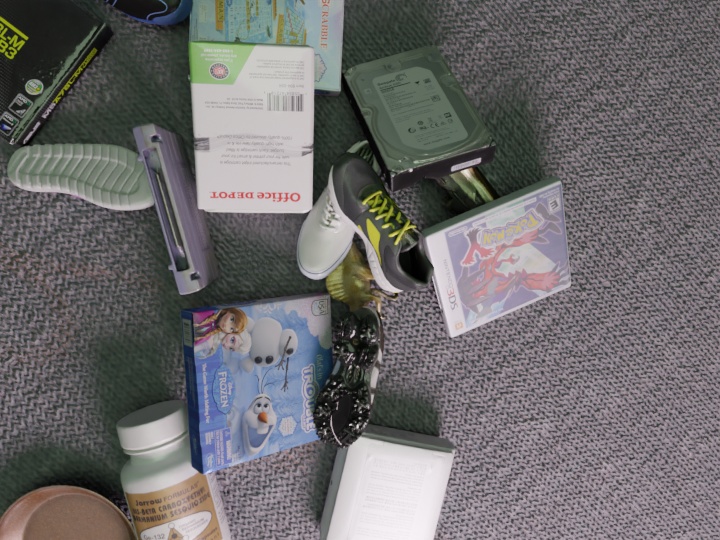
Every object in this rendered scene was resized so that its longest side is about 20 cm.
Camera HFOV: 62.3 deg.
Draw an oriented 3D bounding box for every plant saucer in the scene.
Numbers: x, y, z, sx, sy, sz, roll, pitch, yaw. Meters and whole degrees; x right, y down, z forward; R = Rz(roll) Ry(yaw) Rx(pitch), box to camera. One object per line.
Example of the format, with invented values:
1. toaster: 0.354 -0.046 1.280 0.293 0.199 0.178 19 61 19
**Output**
1. plant saucer: -0.387 0.376 0.801 0.200 0.037 0.201 0 96 1

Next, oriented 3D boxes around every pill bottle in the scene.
1. pill bottle: -0.249 0.281 0.783 0.114 0.114 0.201 -14 96 -7

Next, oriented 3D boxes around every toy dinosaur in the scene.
1. toy dinosaur: 0.000 0.000 0.823 0.101 0.058 0.201 -8 96 -6

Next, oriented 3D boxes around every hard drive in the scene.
1. hard drive: 0.070 -0.203 0.769 0.139 0.038 0.200 -17 58 -6

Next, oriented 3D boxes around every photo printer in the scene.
1. photo printer: 0.034 0.328 0.849 0.166 0.069 0.201 12 94 -8

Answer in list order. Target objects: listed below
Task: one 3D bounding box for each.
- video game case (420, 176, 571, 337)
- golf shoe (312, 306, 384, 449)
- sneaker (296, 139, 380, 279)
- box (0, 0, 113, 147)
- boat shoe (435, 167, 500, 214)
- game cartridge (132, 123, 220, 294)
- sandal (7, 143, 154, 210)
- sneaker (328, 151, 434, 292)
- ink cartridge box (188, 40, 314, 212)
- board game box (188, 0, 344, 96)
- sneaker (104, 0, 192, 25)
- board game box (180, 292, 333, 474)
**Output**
1. video game case: 0.195 -0.014 0.828 0.200 0.023 0.183 -23 124 -6
2. golf shoe: -0.005 0.142 0.800 0.078 0.094 0.200 20 107 12
3. sneaker: -0.032 -0.086 0.787 0.073 0.071 0.200 21 79 8
4. box: -0.452 -0.291 0.742 0.200 0.048 0.193 38 91 -10
5. boat shoe: 0.145 -0.111 0.833 0.065 0.073 0.200 -35 107 20
6. game cartridge: -0.227 -0.076 0.749 0.038 0.130 0.201 -15 96 -4
7. sandal: -0.349 -0.123 0.772 0.202 0.050 0.083 12 78 4
8. sneaker: 0.035 -0.059 0.736 0.074 0.085 0.200 -42 115 -24
9. ink cartridge box: -0.133 -0.180 0.752 0.145 0.084 0.201 0 111 -7
10. board game box: -0.121 -0.340 0.786 0.199 0.041 0.201 3 95 -8
11. sneaker: -0.308 -0.363 0.725 0.200 0.078 0.070 22 96 1
12. board game box: -0.126 0.138 0.780 0.199 0.043 0.201 -7 97 -38
